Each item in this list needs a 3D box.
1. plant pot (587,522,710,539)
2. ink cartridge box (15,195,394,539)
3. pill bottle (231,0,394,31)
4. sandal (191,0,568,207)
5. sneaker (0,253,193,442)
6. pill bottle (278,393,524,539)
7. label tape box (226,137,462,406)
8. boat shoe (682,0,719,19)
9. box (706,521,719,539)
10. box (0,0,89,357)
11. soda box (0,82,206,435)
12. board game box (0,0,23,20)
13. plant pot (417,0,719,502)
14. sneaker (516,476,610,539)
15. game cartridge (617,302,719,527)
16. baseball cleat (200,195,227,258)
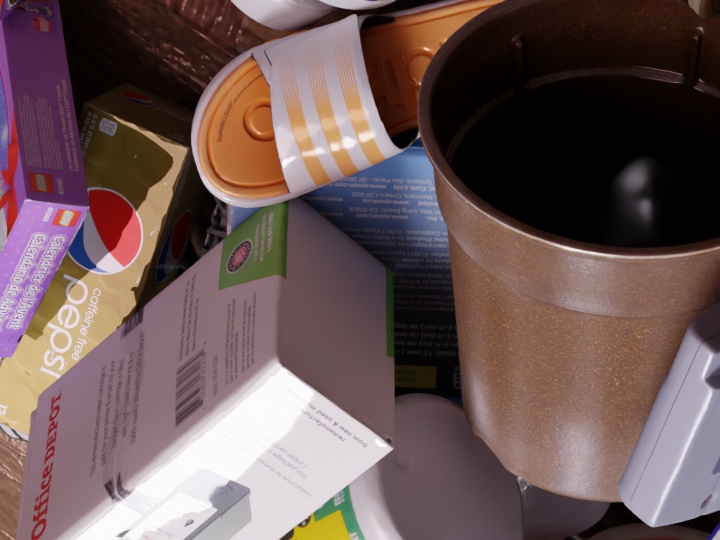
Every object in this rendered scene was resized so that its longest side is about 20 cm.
[{"bbox_3d":[0.158,0.248,1.620,0.200,0.200,0.177,27,121,18],"label":"plant pot"},{"bbox_3d":[-0.079,0.077,1.526,0.084,0.146,0.200,37,120,-25],"label":"ink cartridge box"},{"bbox_3d":[0.012,-0.196,1.461,0.200,0.111,0.111,-32,98,44],"label":"pill bottle"},{"bbox_3d":[0.012,-0.097,1.488,0.207,0.059,0.079,-21,90,-2],"label":"sandal"},{"bbox_3d":[-0.157,0.041,1.771,0.115,0.076,0.201,28,130,20],"label":"sneaker"},{"bbox_3d":[-0.018,0.149,1.564,0.200,0.113,0.113,-30,100,42],"label":"pill bottle"},{"bbox_3d":[0.000,0.000,1.598,0.143,0.066,0.200,2,128,-1],"label":"label tape box"},{"bbox_3d":[0.172,-0.211,1.372,0.065,0.073,0.200,34,131,28],"label":"boat shoe"},{"bbox_3d":[0.292,0.130,1.415,0.184,0.200,0.105,119,146,-43],"label":"box"},{"bbox_3d":[-0.200,-0.071,1.663,0.039,0.200,0.137,7,140,-24],"label":"box"},{"bbox_3d":[-0.144,0.001,1.681,0.068,0.064,0.200,23,110,10],"label":"soda box"},{"bbox_3d":[-0.170,-0.223,1.570,0.032,0.120,0.200,32,134,14],"label":"board game box"},{"bbox_3d":[0.126,-0.006,1.467,0.200,0.200,0.198,23,139,22],"label":"plant pot"},{"bbox_3d":[0.034,0.130,1.631,0.200,0.075,0.088,-29,142,23],"label":"sneaker"},{"bbox_3d":[0.211,0.049,1.429,0.041,0.200,0.133,43,136,31],"label":"game cartridge"},{"bbox_3d":[-0.073,0.004,1.667,0.106,0.070,0.200,-16,116,-5],"label":"baseball cleat"}]
